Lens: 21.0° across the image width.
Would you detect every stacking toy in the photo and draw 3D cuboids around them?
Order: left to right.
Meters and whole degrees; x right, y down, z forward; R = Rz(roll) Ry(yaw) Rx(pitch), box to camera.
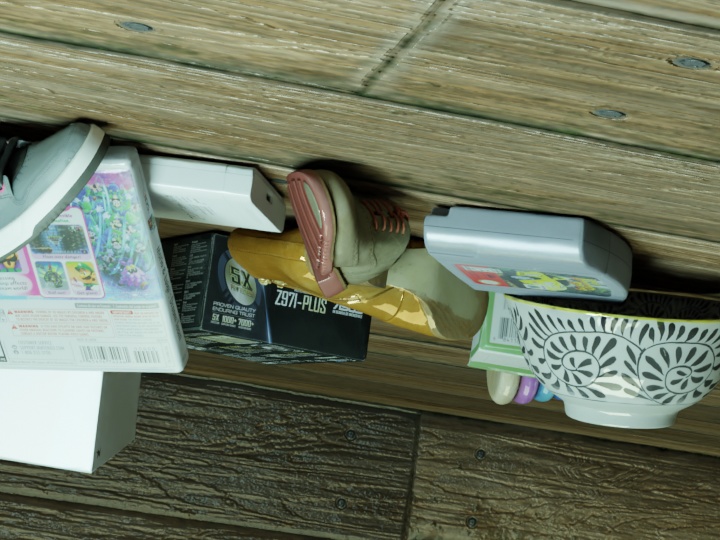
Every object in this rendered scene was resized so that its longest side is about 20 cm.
[{"bbox_3d":[0.231,0.100,1.968,0.198,0.086,0.085,6,173,-9],"label":"stacking toy"}]

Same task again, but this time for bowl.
[{"bbox_3d":[0.208,0.071,1.532,0.198,0.095,0.201,4,-174,0],"label":"bowl"}]

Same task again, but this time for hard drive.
[{"bbox_3d":[-0.160,-0.060,1.368,0.198,0.027,0.132,7,172,9],"label":"hard drive"}]

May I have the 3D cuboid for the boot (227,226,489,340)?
[{"bbox_3d":[0.000,0.001,1.543,0.143,0.072,0.201,10,172,39],"label":"boot"}]

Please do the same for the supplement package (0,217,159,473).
[{"bbox_3d":[-0.274,0.037,1.499,0.198,0.193,0.147,9,-174,5],"label":"supplement package"}]

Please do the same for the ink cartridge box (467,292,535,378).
[{"bbox_3d":[0.158,0.062,1.816,0.103,0.060,0.200,8,173,1],"label":"ink cartridge box"}]

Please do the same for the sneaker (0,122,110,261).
[{"bbox_3d":[-0.264,-0.067,1.248,0.199,0.084,0.121,-31,116,28],"label":"sneaker"}]

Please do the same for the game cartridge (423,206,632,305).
[{"bbox_3d":[0.130,-0.009,1.415,0.132,0.041,0.200,2,171,16],"label":"game cartridge"}]

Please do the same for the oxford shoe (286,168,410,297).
[{"bbox_3d":[-0.005,-0.036,1.315,0.074,0.071,0.200,-19,171,-2],"label":"oxford shoe"}]

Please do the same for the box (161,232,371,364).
[{"bbox_3d":[-0.103,0.029,1.743,0.162,0.087,0.200,12,172,-26],"label":"box"}]

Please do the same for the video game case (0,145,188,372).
[{"bbox_3d":[-0.231,-0.006,1.347,0.198,0.024,0.183,1,127,14],"label":"video game case"}]
